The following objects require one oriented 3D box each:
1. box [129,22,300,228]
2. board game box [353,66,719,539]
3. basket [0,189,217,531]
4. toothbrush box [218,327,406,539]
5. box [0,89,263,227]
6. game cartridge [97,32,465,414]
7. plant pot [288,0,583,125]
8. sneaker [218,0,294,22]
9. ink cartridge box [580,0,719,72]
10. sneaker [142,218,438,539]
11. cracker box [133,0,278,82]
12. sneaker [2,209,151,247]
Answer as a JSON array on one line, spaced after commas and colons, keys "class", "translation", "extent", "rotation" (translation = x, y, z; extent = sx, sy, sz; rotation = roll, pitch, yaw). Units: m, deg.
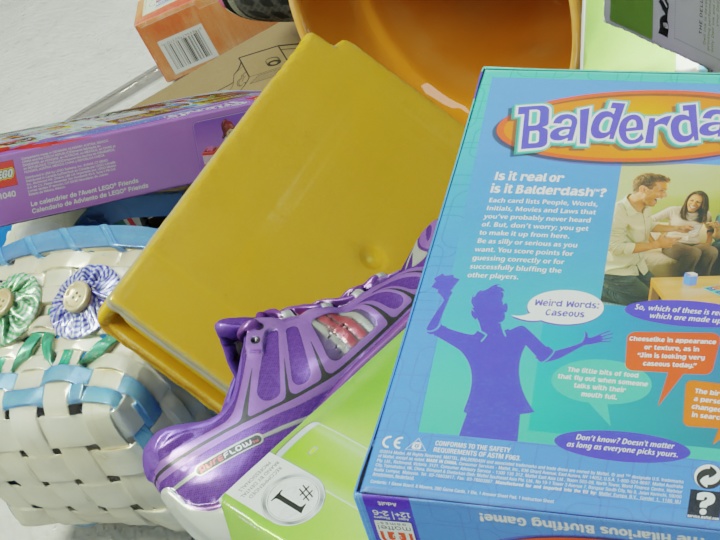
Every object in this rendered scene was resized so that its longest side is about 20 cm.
[{"class": "box", "translation": [-0.072, -0.112, 1.076], "extent": [0.199, 0.021, 0.164], "rotation": [-31, 33, 1]}, {"class": "board game box", "translation": [0.096, 0.013, 0.545], "extent": [0.150, 0.045, 0.201], "rotation": [4, 50, 19]}, {"class": "basket", "translation": [-0.107, 0.027, 0.810], "extent": [0.175, 0.140, 0.201], "rotation": [-7, 37, 31]}, {"class": "toothbrush box", "translation": [0.073, 0.105, 0.562], "extent": [0.199, 0.087, 0.145], "rotation": [27, 52, 35]}, {"class": "box", "translation": [-0.138, -0.067, 0.914], "extent": [0.198, 0.040, 0.136], "rotation": [-15, 12, -25]}, {"class": "game cartridge", "translation": [0.000, 0.000, 0.753], "extent": [0.201, 0.176, 0.032], "rotation": [-56, 4, -36]}, {"class": "plant pot", "translation": [0.087, -0.185, 0.914], "extent": [0.199, 0.202, 0.183], "rotation": [4, 30, 41]}, {"class": "sneaker", "translation": [0.002, -0.199, 1.044], "extent": [0.197, 0.075, 0.088], "rotation": [-7, 23, -4]}, {"class": "ink cartridge box", "translation": [0.138, -0.162, 0.763], "extent": [0.075, 0.199, 0.150], "rotation": [-1, 83, 38]}, {"class": "sneaker", "translation": [-0.013, 0.032, 0.669], "extent": [0.083, 0.081, 0.200], "rotation": [37, 52, 12]}, {"class": "cracker box", "translation": [-0.096, -0.239, 1.230], "extent": [0.133, 0.058, 0.201], "rotation": [-20, 35, 14]}, {"class": "sneaker", "translation": [-0.204, -0.028, 1.021], "extent": [0.093, 0.071, 0.199], "rotation": [-35, 35, -18]}]
